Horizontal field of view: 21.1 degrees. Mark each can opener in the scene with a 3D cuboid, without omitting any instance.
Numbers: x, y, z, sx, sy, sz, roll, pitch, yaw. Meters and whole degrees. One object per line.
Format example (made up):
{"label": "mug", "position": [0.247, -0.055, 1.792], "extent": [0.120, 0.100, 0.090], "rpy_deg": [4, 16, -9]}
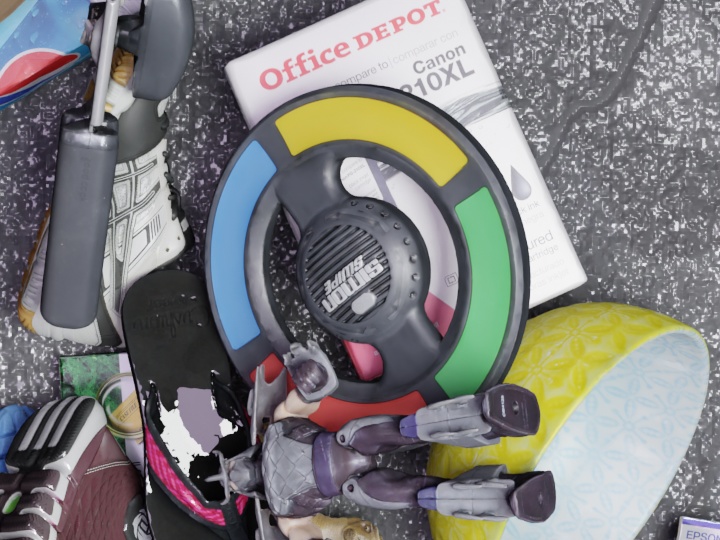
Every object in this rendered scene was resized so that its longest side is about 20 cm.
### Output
{"label": "can opener", "position": [-0.132, -0.065, 1.056], "extent": [0.066, 0.053, 0.201], "rpy_deg": [6, 111, -9]}

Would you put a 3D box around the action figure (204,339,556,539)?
{"label": "action figure", "position": [-0.001, 0.099, 1.005], "extent": [0.199, 0.069, 0.131], "rpy_deg": [-8, 92, 31]}

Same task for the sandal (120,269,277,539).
{"label": "sandal", "position": [-0.090, 0.095, 1.084], "extent": [0.075, 0.045, 0.201], "rpy_deg": [-14, 83, -17]}

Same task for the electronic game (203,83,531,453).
{"label": "electronic game", "position": [0.000, 0.000, 1.045], "extent": [0.199, 0.042, 0.201], "rpy_deg": [5, 100, 29]}

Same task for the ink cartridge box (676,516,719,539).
{"label": "ink cartridge box", "position": [0.220, 0.250, 1.167], "extent": [0.099, 0.039, 0.201], "rpy_deg": [10, 93, -2]}

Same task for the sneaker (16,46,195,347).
{"label": "sneaker", "position": [-0.132, -0.049, 1.131], "extent": [0.087, 0.076, 0.201], "rpy_deg": [18, 108, -14]}

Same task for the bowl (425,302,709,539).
{"label": "bowl", "position": [0.097, 0.093, 1.105], "extent": [0.107, 0.200, 0.201], "rpy_deg": [33, 90, 29]}

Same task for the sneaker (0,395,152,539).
{"label": "sneaker", "position": [-0.169, 0.178, 1.080], "extent": [0.116, 0.075, 0.201], "rpy_deg": [51, 51, -33]}

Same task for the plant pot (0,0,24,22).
{"label": "plant pot", "position": [-0.268, -0.224, 1.078], "extent": [0.199, 0.093, 0.202], "rpy_deg": [-3, 71, 8]}

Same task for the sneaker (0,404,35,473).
{"label": "sneaker", "position": [-0.231, 0.174, 1.131], "extent": [0.082, 0.071, 0.201], "rpy_deg": [2, 75, 42]}

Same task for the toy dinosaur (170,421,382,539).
{"label": "toy dinosaur", "position": [-0.075, 0.125, 1.135], "extent": [0.200, 0.058, 0.101], "rpy_deg": [43, 74, -3]}

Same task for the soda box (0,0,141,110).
{"label": "soda box", "position": [-0.203, -0.140, 1.131], "extent": [0.199, 0.064, 0.068], "rpy_deg": [-31, 92, 0]}

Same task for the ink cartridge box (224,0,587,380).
{"label": "ink cartridge box", "position": [0.024, -0.057, 1.129], "extent": [0.144, 0.084, 0.201], "rpy_deg": [-24, 92, 0]}

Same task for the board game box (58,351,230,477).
{"label": "board game box", "position": [-0.123, 0.147, 1.163], "extent": [0.104, 0.023, 0.202], "rpy_deg": [-5, 92, 0]}
